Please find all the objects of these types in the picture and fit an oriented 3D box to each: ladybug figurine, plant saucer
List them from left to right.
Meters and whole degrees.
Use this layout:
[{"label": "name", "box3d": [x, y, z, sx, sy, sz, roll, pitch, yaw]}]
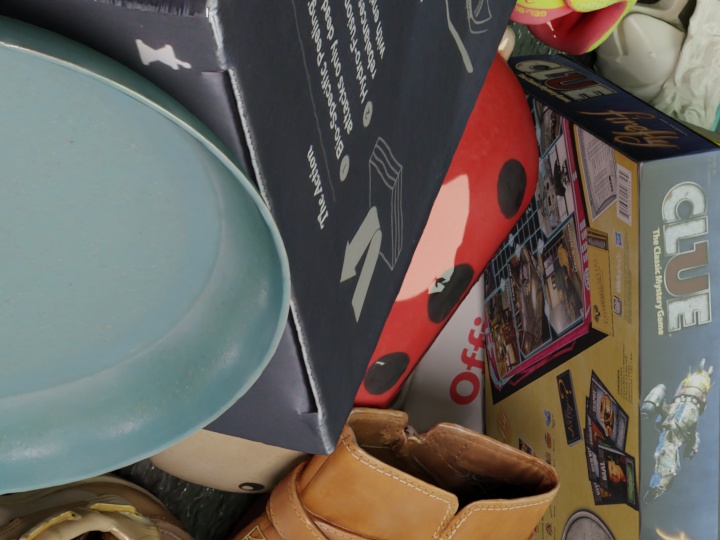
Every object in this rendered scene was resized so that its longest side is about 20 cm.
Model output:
[{"label": "plant saucer", "box3d": [-0.116, -0.006, 0.706, 0.201, 0.198, 0.028, 77, 11, -54]}, {"label": "ladybug figurine", "box3d": [0.000, 0.000, 1.010, 0.201, 0.072, 0.136, -55, 176, 13]}]

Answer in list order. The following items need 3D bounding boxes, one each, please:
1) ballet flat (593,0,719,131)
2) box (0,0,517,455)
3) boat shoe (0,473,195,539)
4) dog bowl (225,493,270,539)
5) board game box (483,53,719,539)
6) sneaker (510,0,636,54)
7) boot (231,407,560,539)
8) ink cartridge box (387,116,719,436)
[{"label": "ballet flat", "box3d": [0.135, -0.128, 1.256, 0.072, 0.071, 0.201, -1, 111, -64]}, {"label": "box", "box3d": [-0.039, -0.091, 0.795, 0.197, 0.117, 0.201, 77, 30, -53]}, {"label": "boat shoe", "box3d": [-0.099, 0.110, 0.962, 0.200, 0.069, 0.074, 9, 104, -66]}, {"label": "dog bowl", "box3d": [-0.010, 0.161, 1.194, 0.200, 0.073, 0.201, -47, 151, -36]}, {"label": "board game box", "box3d": [0.086, 0.035, 1.036, 0.034, 0.135, 0.202, -9, 112, -19]}, {"label": "sneaker", "box3d": [0.080, -0.139, 1.096, 0.091, 0.078, 0.200, -60, 156, -7]}, {"label": "boot", "box3d": [0.030, 0.126, 1.032, 0.199, 0.074, 0.155, 11, 123, -40]}, {"label": "ink cartridge box", "box3d": [0.113, 0.010, 1.160, 0.146, 0.199, 0.083, -70, -160, 9]}]
